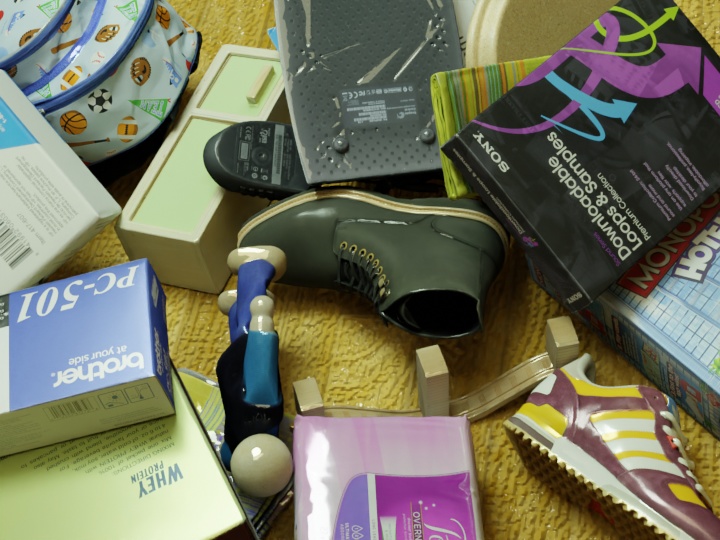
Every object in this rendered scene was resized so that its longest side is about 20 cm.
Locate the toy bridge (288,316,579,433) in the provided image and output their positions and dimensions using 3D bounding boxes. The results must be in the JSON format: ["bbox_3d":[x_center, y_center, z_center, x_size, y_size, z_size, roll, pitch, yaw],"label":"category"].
[{"bbox_3d":[0.048,0.082,1.107,0.199,0.067,0.027,-13,49,-8],"label":"toy bridge"}]

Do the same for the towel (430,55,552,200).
[{"bbox_3d":[0.141,-0.107,1.138,0.199,0.087,0.018,-13,7,-26],"label":"towel"}]

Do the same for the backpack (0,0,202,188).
[{"bbox_3d":[-0.229,-0.163,1.319,0.190,0.154,0.201,-13,48,22],"label":"backpack"}]

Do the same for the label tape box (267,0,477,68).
[{"bbox_3d":[0.049,-0.182,1.285,0.199,0.066,0.144,-28,81,-14],"label":"label tape box"}]

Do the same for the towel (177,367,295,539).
[{"bbox_3d":[-0.132,0.159,1.126,0.143,0.023,0.200,24,61,30],"label":"towel"}]

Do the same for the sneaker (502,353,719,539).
[{"bbox_3d":[0.185,0.122,1.034,0.090,0.075,0.200,-45,54,-14],"label":"sneaker"}]

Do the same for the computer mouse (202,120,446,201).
[{"bbox_3d":[-0.021,-0.070,1.240,0.199,0.034,0.059,11,64,-11],"label":"computer mouse"}]

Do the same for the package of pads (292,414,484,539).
[{"bbox_3d":[0.019,0.182,1.019,0.120,0.076,0.201,-1,51,-3],"label":"package of pads"}]

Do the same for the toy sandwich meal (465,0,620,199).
[{"bbox_3d":[0.141,-0.134,1.196,0.205,0.205,0.070,-50,21,-25],"label":"toy sandwich meal"}]

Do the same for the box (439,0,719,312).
[{"bbox_3d":[0.170,-0.087,1.106,0.200,0.036,0.143,-40,89,-21],"label":"box"}]

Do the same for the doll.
[{"bbox_3d":[-0.071,0.068,1.093,0.048,0.137,0.200,7,40,-11],"label":"doll"}]

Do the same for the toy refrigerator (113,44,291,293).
[{"bbox_3d":[-0.110,-0.085,1.291,0.076,0.070,0.200,11,55,24],"label":"toy refrigerator"}]

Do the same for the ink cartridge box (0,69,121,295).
[{"bbox_3d":[-0.301,-0.031,1.209,0.200,0.084,0.146,-40,92,6],"label":"ink cartridge box"}]

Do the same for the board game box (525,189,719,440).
[{"bbox_3d":[0.224,-0.007,1.139,0.199,0.062,0.200,28,63,31],"label":"board game box"}]

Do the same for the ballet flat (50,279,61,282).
[{"bbox_3d":[-0.251,0.081,1.191,0.069,0.070,0.200,12,48,24],"label":"ballet flat"}]

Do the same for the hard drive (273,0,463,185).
[{"bbox_3d":[0.005,-0.162,1.222,0.134,0.042,0.201,-7,79,-8],"label":"hard drive"}]

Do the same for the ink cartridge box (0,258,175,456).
[{"bbox_3d":[-0.216,0.062,1.007,0.199,0.044,0.094,-14,50,4],"label":"ink cartridge box"}]

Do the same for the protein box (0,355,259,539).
[{"bbox_3d":[-0.176,0.163,1.032,0.198,0.135,0.200,-27,49,-7],"label":"protein box"}]

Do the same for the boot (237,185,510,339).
[{"bbox_3d":[0.000,0.000,1.153,0.199,0.078,0.138,-5,25,12],"label":"boot"}]
